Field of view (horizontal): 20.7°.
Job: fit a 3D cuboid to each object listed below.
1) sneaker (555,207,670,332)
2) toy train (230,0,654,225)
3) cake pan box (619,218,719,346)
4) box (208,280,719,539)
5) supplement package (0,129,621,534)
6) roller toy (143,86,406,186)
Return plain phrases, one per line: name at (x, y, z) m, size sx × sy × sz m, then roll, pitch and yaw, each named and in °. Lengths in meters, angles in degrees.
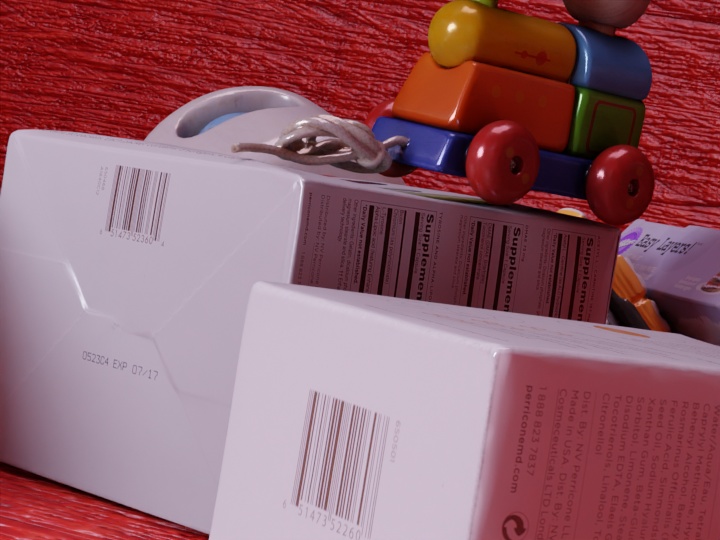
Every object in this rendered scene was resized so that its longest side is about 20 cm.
sneaker at (0.127, 0.065, 0.947) m, size 0.200 × 0.077 × 0.078 m, roll 54°, pitch -14°, yaw 26°
toy train at (0.042, -0.090, 0.806) m, size 0.200 × 0.116 × 0.085 m, roll 8°, pitch 6°, yaw -40°
cake pan box at (0.207, 0.062, 0.982) m, size 0.184 × 0.052 × 0.200 m, roll 54°, pitch -8°, yaw -13°
box at (0.075, 0.074, 0.668) m, size 0.200 × 0.106 × 0.152 m, roll 8°, pitch 2°, yaw -32°
supplement package at (-0.028, 0.029, 0.859) m, size 0.191 × 0.147 × 0.200 m, roll 12°, pitch 4°, yaw 44°
roller toy at (-0.063, -0.022, 1.307) m, size 0.200 × 0.183 × 0.140 m, roll 32°, pitch 5°, yaw -35°
